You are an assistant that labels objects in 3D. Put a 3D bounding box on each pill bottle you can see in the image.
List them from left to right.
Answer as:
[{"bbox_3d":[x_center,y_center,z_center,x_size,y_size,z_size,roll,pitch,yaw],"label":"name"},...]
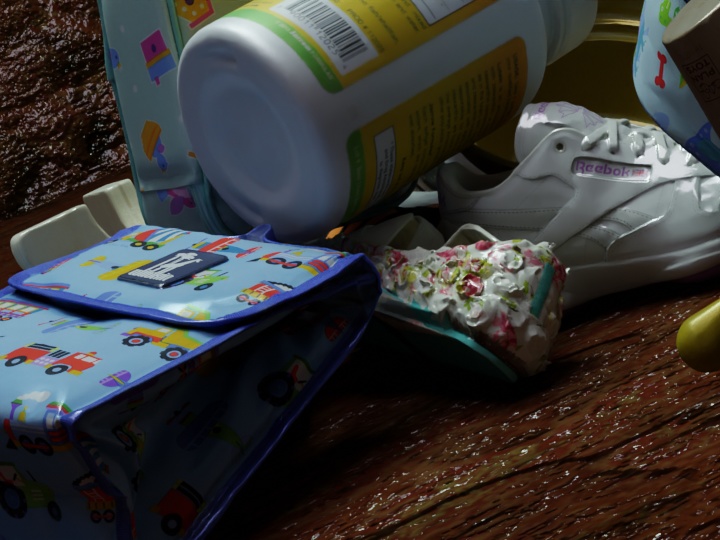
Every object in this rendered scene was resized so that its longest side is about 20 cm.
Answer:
[{"bbox_3d":[0.019,-0.105,1.031,0.199,0.112,0.111,-32,13,-32],"label":"pill bottle"}]

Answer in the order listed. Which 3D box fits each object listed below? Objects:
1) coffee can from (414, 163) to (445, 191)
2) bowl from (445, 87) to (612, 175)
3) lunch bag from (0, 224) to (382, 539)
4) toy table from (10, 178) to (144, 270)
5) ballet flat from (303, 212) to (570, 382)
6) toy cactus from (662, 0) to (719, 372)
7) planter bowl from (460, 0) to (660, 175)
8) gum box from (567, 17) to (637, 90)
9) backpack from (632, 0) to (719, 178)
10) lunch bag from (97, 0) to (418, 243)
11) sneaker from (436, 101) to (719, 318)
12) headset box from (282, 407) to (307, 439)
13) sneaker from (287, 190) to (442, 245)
[{"bbox_3d":[0.015,-0.102,1.457,0.146,0.147,0.199,-29,11,-35],"label":"coffee can"},{"bbox_3d":[0.103,-0.102,1.314,0.199,0.095,0.201,18,25,-9],"label":"bowl"},{"bbox_3d":[-0.094,0.041,0.922,0.150,0.095,0.200,5,33,40],"label":"lunch bag"},{"bbox_3d":[-0.111,-0.005,1.314,0.183,0.118,0.199,-30,10,-36],"label":"toy table"},{"bbox_3d":[0.031,0.007,0.984,0.200,0.076,0.064,14,69,55],"label":"ballet flat"},{"bbox_3d":[0.144,-0.009,0.614,0.102,0.165,0.200,-47,12,-17],"label":"toy cactus"},{"bbox_3d":[0.129,-0.080,1.141,0.199,0.084,0.201,-3,41,2],"label":"planter bowl"},{"bbox_3d":[0.140,-0.154,1.284,0.170,0.199,0.045,-70,4,-66],"label":"gum box"},{"bbox_3d":[0.221,-0.120,0.908,0.200,0.183,0.148,-34,-30,-33],"label":"backpack"},{"bbox_3d":[-0.048,-0.116,1.100,0.160,0.202,0.077,-15,8,-36],"label":"lunch bag"},{"bbox_3d":[0.124,-0.039,0.985,0.199,0.100,0.075,-18,8,22],"label":"sneaker"},{"bbox_3d":[-0.104,0.051,1.097,0.148,0.078,0.200,-22,8,5],"label":"headset box"},{"bbox_3d":[0.000,0.000,1.151,0.090,0.070,0.199,-26,11,-36],"label":"sneaker"}]
